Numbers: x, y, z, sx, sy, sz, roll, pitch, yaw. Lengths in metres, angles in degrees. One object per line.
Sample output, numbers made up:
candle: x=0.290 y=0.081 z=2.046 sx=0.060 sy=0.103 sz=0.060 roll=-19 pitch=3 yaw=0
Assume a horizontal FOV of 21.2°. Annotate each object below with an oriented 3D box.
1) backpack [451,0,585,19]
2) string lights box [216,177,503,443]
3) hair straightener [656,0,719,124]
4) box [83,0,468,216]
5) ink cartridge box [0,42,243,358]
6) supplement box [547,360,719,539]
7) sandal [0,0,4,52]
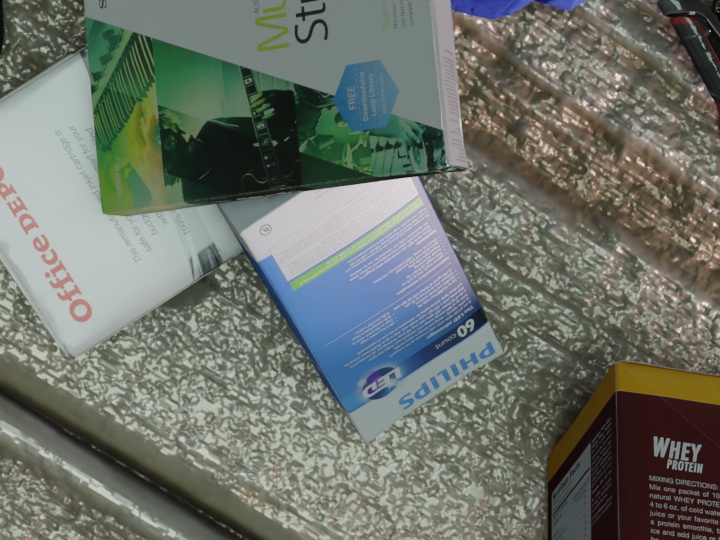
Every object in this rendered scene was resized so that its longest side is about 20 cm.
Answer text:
backpack: x=0.087 y=-0.256 z=1.093 sx=0.167 sy=0.162 sz=0.201 roll=11 pitch=81 yaw=-16
string lights box: x=0.000 y=0.000 z=1.096 sx=0.103 sy=0.059 sz=0.200 roll=-33 pitch=135 yaw=-5
hair straightener: x=0.243 y=-0.126 z=1.193 sx=0.077 sy=0.041 sz=0.200 roll=-35 pitch=94 yaw=-20
box: x=-0.048 y=-0.111 z=0.996 sx=0.199 sy=0.036 sz=0.145 roll=-7 pitch=86 yaw=23
ink cartridge box: x=-0.123 y=-0.066 z=1.110 sx=0.200 sy=0.086 sz=0.147 roll=-33 pitch=100 yaw=-4
supplement box: x=0.221 y=0.181 z=1.117 sx=0.196 sy=0.133 sz=0.201 roll=9 pitch=59 yaw=-9
sandal: x=-0.239 y=-0.210 z=1.087 sx=0.075 sy=0.045 sz=0.201 roll=-1 pitch=98 yaw=26
